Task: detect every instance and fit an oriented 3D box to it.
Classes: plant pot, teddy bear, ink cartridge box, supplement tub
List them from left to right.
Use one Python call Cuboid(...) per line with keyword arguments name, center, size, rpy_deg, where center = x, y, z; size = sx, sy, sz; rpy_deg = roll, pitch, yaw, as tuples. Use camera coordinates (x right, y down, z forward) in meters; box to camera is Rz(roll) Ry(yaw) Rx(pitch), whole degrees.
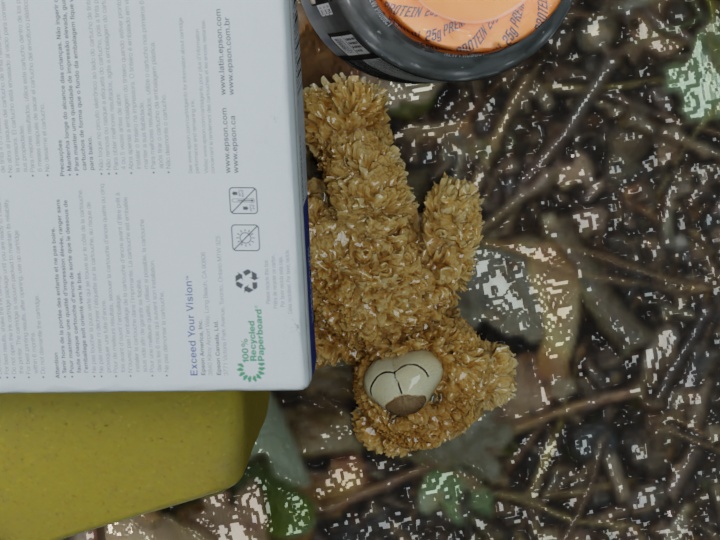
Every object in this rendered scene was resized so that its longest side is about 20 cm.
Cuboid(name="ink cartridge box", center=(-0.122, -0.044, 1.238), size=(0.200, 0.043, 0.197), rpy_deg=(0, 111, 5))
Cuboid(name="plant pot", center=(-0.134, 0.014, 1.374), size=(0.194, 0.196, 0.200), rpy_deg=(-17, 101, 9))
Cuboid(name="teddy bear", center=(0.000, 0.000, 1.466), size=(0.145, 0.067, 0.200), rpy_deg=(-9, 94, -4))
Cuboid(name="supplement tub", center=(0.037, -0.151, 1.395), size=(0.122, 0.200, 0.123), rpy_deg=(0, 93, -8))
